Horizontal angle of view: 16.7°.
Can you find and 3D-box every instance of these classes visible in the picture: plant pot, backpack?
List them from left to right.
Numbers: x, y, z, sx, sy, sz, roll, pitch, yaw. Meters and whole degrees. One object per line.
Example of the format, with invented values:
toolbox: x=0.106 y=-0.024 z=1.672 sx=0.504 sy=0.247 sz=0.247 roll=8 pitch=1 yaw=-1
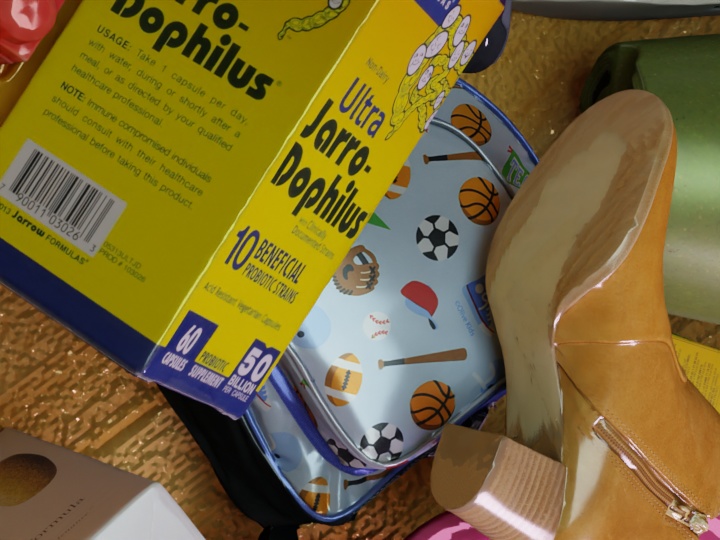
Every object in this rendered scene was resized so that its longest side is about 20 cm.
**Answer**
backpack: x=0.000 y=0.000 z=1.095 sx=0.190 sy=0.154 sz=0.200 roll=-37 pitch=104 yaw=-29
plant pot: x=0.205 y=-0.043 z=1.176 sx=0.190 sy=0.200 sz=0.201 roll=4 pitch=91 yaw=-12

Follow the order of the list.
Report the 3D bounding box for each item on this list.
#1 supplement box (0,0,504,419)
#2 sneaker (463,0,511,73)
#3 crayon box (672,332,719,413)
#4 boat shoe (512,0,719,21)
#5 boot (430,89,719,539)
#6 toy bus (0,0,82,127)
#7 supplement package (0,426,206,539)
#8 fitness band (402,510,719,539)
supplement box: x=-0.052 y=-0.060 z=0.951 sx=0.109 sy=0.109 sz=0.200 roll=32 pitch=90 yaw=22
sneaker: x=0.064 y=-0.184 z=1.129 sx=0.087 sy=0.074 sz=0.200 roll=6 pitch=70 yaw=-34
crayon box: x=0.142 y=0.131 z=1.210 sx=0.119 sy=0.058 sz=0.200 roll=18 pitch=86 yaw=-24
boat shoe: x=0.165 y=-0.172 z=1.186 sx=0.200 sy=0.075 sz=0.093 roll=-3 pitch=89 yaw=-11
boot: x=0.115 y=0.038 z=1.045 sx=0.144 sy=0.071 sz=0.202 roll=27 pitch=84 yaw=-41
toy bus: x=-0.178 y=-0.092 z=0.979 sx=0.136 sy=0.192 sz=0.200 roll=35 pitch=80 yaw=-24
supplement package: x=-0.126 y=0.149 z=1.009 sx=0.114 sy=0.200 sz=0.110 roll=-42 pitch=108 yaw=-18
fitness band: x=0.098 y=0.171 z=1.105 sx=0.199 sy=0.037 sz=0.144 roll=-3 pitch=85 yaw=-1
